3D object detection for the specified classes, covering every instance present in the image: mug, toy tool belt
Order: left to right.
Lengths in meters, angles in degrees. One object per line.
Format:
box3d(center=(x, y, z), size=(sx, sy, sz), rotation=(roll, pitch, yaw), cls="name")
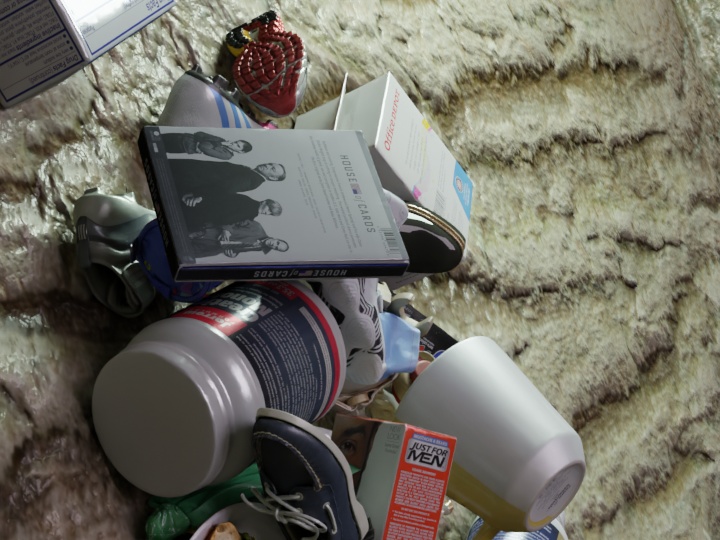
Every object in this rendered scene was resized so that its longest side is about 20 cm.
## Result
box3d(center=(0.003, 0.067, 1.699), size=(0.198, 0.123, 0.126), rotation=(17, 49, -17), cls="toy tool belt")
box3d(center=(0.126, 0.180, 1.722), size=(0.149, 0.188, 0.153), rotation=(-23, 50, -40), cls="mug")

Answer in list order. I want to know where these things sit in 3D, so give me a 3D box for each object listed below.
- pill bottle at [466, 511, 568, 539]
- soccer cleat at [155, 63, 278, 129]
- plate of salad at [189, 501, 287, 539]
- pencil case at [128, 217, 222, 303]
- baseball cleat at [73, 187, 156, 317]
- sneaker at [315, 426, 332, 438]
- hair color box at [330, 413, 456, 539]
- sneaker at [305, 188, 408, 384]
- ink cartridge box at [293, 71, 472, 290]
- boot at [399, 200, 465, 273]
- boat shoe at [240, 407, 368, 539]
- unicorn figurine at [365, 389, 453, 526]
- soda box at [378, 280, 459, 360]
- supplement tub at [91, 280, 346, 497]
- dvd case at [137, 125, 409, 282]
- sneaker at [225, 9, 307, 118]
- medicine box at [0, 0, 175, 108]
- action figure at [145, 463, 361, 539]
box3d(center=(0.157, 0.309, 1.884), size=(0.112, 0.110, 0.200), rotation=(58, 28, -18), cls="pill bottle")
box3d(center=(-0.126, -0.120, 1.746), size=(0.087, 0.070, 0.200), rotation=(-57, 140, -4), cls="soccer cleat")
box3d(center=(-0.091, 0.288, 1.462), size=(0.199, 0.048, 0.202), rotation=(-3, 93, -56), cls="plate of salad")
box3d(center=(-0.110, -0.034, 1.554), size=(0.078, 0.087, 0.200), rotation=(43, 35, 10), cls="pencil case")
box3d(center=(-0.180, -0.007, 1.576), size=(0.199, 0.069, 0.108), rotation=(17, 69, -51), cls="baseball cleat")
box3d(center=(-0.001, 0.220, 1.704), size=(0.200, 0.073, 0.116), rotation=(43, 39, -38), cls="sneaker")
box3d(center=(0.009, 0.232, 1.577), size=(0.064, 0.111, 0.202), rotation=(19, 80, -34), cls="hair color box")
box3d(center=(0.000, 0.000, 1.601), size=(0.115, 0.075, 0.201), rotation=(-52, 138, -37), cls="sneaker")
box3d(center=(0.013, -0.097, 1.910), size=(0.200, 0.125, 0.129), rotation=(50, 31, -30), cls="ink cartridge box")
box3d(center=(0.004, -0.016, 1.793), size=(0.198, 0.078, 0.139), rotation=(14, 27, -4), cls="boot")
box3d(center=(-0.048, 0.180, 1.448), size=(0.062, 0.074, 0.201), rotation=(-58, 153, -26), cls="boat shoe")
box3d(center=(0.038, 0.171, 1.807), size=(0.137, 0.074, 0.202), rotation=(19, 59, -43), cls="unicorn figurine")
box3d(center=(0.040, 0.076, 1.873), size=(0.200, 0.063, 0.071), rotation=(37, 77, -45), cls="soda box")
box3d(center=(-0.114, 0.093, 1.506), size=(0.200, 0.140, 0.141), rotation=(-29, 96, -56), cls="supplement tub")
box3d(center=(-0.072, -0.056, 1.487), size=(0.198, 0.025, 0.151), rotation=(0, 50, -24), cls="dvd case")
box3d(center=(-0.080, -0.195, 1.822), size=(0.083, 0.077, 0.200), rotation=(61, 6, -25), cls="sneaker")
box3d(center=(-0.274, -0.268, 1.539), size=(0.201, 0.102, 0.182), rotation=(62, 27, -12), cls="medicine box")
box3d(center=(-0.107, 0.186, 1.525), size=(0.199, 0.117, 0.055), rotation=(-17, 113, -48), cls="action figure")
